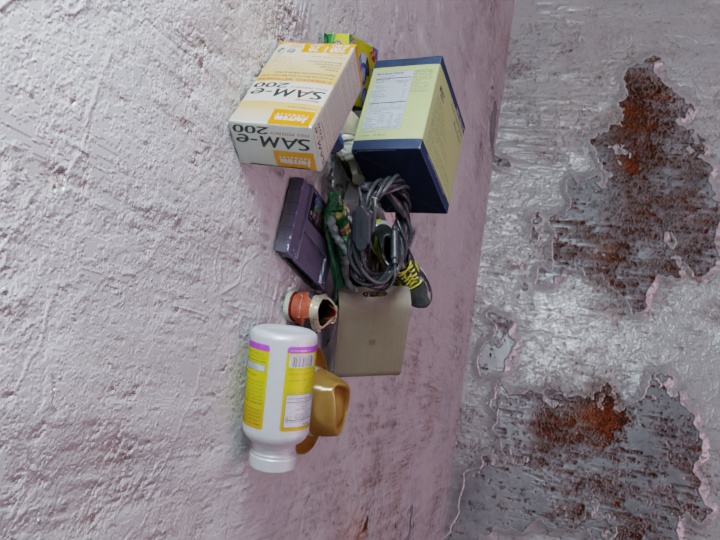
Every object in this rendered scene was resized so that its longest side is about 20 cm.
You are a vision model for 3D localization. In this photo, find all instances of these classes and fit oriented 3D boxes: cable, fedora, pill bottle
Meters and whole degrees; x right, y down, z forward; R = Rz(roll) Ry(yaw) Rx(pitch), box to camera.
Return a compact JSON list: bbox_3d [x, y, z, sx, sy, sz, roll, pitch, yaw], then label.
[{"bbox_3d":[0.037,-0.064,1.250,0.162,0.050,0.206,-28,123,-50],"label":"cable"},{"bbox_3d":[-0.068,0.239,1.286,0.200,0.079,0.207,6,90,-73],"label":"fedora"},{"bbox_3d":[-0.122,0.189,1.062,0.104,0.101,0.207,-4,101,-72],"label":"pill bottle"}]

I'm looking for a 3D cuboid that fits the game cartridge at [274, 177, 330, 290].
[{"bbox_3d":[-0.085,-0.059,1.208,0.200,0.037,0.133,52,51,-66],"label":"game cartridge"}]

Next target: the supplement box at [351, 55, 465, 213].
[{"bbox_3d":[0.095,-0.245,1.312,0.201,0.131,0.205,55,44,-55],"label":"supplement box"}]

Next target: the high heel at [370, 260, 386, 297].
[{"bbox_3d":[0.036,0.027,1.434,0.201,0.070,0.144,-52,137,-24],"label":"high heel"}]

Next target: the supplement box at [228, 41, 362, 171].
[{"bbox_3d":[-0.084,-0.234,0.992,0.075,0.122,0.203,79,24,-46],"label":"supplement box"}]

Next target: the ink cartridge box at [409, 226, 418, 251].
[{"bbox_3d":[0.078,0.022,1.640,0.203,0.055,0.165,96,12,-46],"label":"ink cartridge box"}]

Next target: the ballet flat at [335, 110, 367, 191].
[{"bbox_3d":[-0.016,-0.213,1.299,0.201,0.067,0.071,65,36,-58],"label":"ballet flat"}]

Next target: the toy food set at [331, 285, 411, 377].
[{"bbox_3d":[0.016,0.122,1.389,0.061,0.139,0.205,-109,-159,-58],"label":"toy food set"}]

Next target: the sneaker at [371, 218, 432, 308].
[{"bbox_3d":[0.077,-0.001,1.370,0.202,0.074,0.085,53,1,-18],"label":"sneaker"}]

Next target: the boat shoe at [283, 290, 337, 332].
[{"bbox_3d":[-0.073,0.072,1.246,0.200,0.061,0.074,31,65,-72],"label":"boat shoe"}]

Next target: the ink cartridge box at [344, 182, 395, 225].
[{"bbox_3d":[0.040,-0.190,1.469,0.145,0.082,0.205,59,40,-61],"label":"ink cartridge box"}]

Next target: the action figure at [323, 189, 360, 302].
[{"bbox_3d":[-0.030,-0.055,1.255,0.119,0.053,0.203,-63,150,-42],"label":"action figure"}]

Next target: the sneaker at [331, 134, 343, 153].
[{"bbox_3d":[-0.081,-0.213,1.123,0.201,0.073,0.081,-62,145,-66],"label":"sneaker"}]

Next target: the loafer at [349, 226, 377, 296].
[{"bbox_3d":[0.000,0.000,1.402,0.071,0.071,0.207,-136,-128,-84],"label":"loafer"}]

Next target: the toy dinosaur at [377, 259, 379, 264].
[{"bbox_3d":[0.045,-0.051,1.619,0.200,0.059,0.109,-22,129,-84],"label":"toy dinosaur"}]

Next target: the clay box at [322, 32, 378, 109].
[{"bbox_3d":[-0.019,-0.353,1.282,0.200,0.046,0.119,-26,120,-71],"label":"clay box"}]
